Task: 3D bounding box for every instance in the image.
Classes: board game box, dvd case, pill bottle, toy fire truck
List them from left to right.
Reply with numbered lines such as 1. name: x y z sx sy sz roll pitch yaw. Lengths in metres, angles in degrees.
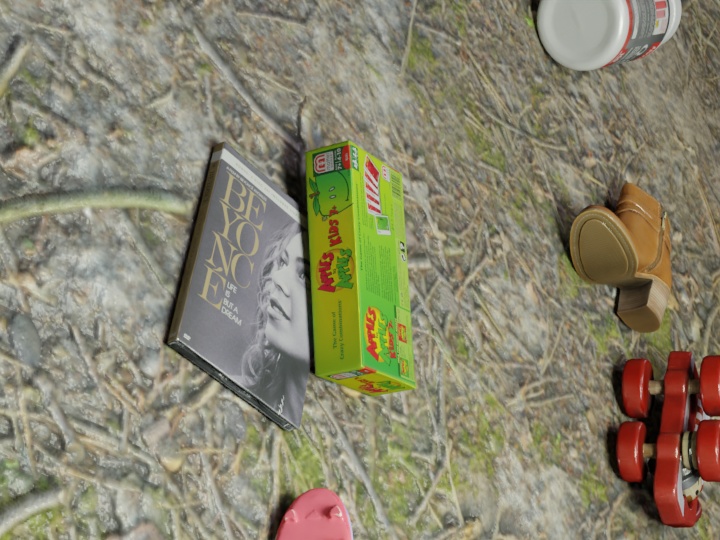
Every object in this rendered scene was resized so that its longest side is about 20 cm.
1. dvd case: -0.085 0.012 1.342 0.149 0.016 0.201 40 44 -36
2. board game box: 0.000 0.000 1.414 0.101 0.047 0.201 26 56 -57
3. pill bottle: 0.301 -0.303 1.926 0.200 0.115 0.117 -20 90 -55
4. toy fire truck: 0.356 0.194 1.787 0.168 0.111 0.201 61 33 -45

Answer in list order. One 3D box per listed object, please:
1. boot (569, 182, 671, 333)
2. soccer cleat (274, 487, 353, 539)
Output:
1. boot: 0.303 -0.046 1.839 0.200 0.076 0.156 47 43 -34
2. soccer cleat: -0.032 0.271 1.264 0.077 0.066 0.201 73 11 -60
